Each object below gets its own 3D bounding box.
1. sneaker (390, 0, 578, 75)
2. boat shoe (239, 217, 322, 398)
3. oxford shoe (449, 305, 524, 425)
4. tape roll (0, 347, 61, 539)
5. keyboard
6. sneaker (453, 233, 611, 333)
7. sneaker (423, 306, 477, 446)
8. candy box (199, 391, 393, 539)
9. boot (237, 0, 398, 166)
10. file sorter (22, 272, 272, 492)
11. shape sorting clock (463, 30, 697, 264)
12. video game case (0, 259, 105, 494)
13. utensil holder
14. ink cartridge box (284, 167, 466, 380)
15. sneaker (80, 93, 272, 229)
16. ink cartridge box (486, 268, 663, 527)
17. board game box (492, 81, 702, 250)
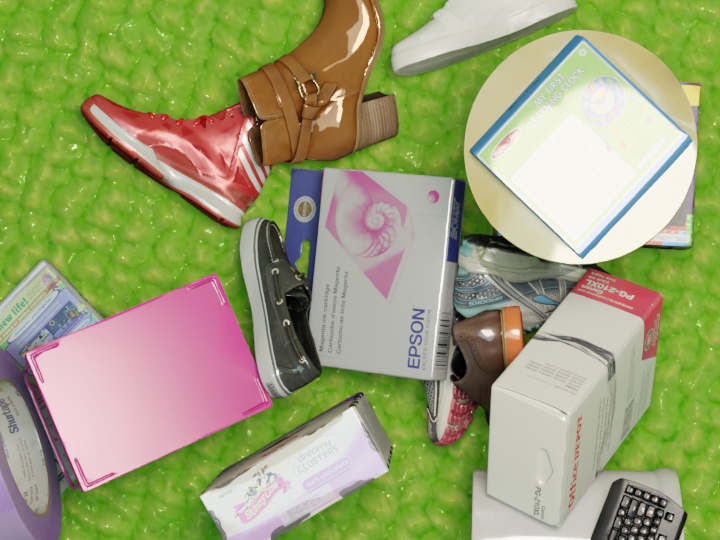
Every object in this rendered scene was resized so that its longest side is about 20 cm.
[{"bbox_3d":[0.106,-0.277,1.645,0.198,0.074,0.117,-22,88,-8],"label":"sneaker"},{"bbox_3d":[-0.075,0.031,1.616,0.056,0.069,0.202,-20,57,17],"label":"boat shoe"},{"bbox_3d":[0.122,0.097,1.590,0.072,0.201,0.072,-4,55,3],"label":"oxford shoe"},{"bbox_3d":[-0.351,0.178,1.571,0.065,0.200,0.202,-16,90,2],"label":"tape roll"},{"bbox_3d":[0.244,0.298,1.483,0.103,0.040,0.202,20,87,8],"label":"keyboard"},{"bbox_3d":[0.172,0.021,1.620,0.198,0.078,0.087,11,104,-28],"label":"sneaker"},{"bbox_3d":[0.075,0.075,1.646,0.074,0.080,0.202,-6,85,23],"label":"sneaker"},{"bbox_3d":[-0.057,0.193,1.582,0.167,0.200,0.072,-30,89,2],"label":"candy box"},{"bbox_3d":[-0.054,-0.207,1.627,0.154,0.077,0.202,-15,103,-20],"label":"boot"},{"bbox_3d":[-0.214,0.113,1.596,0.198,0.125,0.140,-23,88,-20],"label":"file sorter"},{"bbox_3d":[0.187,-0.105,1.399,0.198,0.039,0.203,0,87,7],"label":"shape sorting clock"},{"bbox_3d":[-0.329,0.123,1.680,0.182,0.022,0.200,45,92,1],"label":"video game case"},{"bbox_3d":[0.205,0.276,1.593,0.198,0.170,0.172,0,90,4],"label":"utensil holder"},{"bbox_3d":[0.000,0.000,1.621,0.198,0.043,0.199,5,90,25],"label":"ink cartridge box"},{"bbox_3d":[-0.177,-0.142,1.659,0.199,0.078,0.116,36,82,-11],"label":"sneaker"},{"bbox_3d":[0.201,0.118,1.541,0.084,0.200,0.146,21,133,26],"label":"ink cartridge box"},{"bbox_3d":[0.236,-0.109,1.645,0.198,0.057,0.167,4,88,2],"label":"board game box"}]
